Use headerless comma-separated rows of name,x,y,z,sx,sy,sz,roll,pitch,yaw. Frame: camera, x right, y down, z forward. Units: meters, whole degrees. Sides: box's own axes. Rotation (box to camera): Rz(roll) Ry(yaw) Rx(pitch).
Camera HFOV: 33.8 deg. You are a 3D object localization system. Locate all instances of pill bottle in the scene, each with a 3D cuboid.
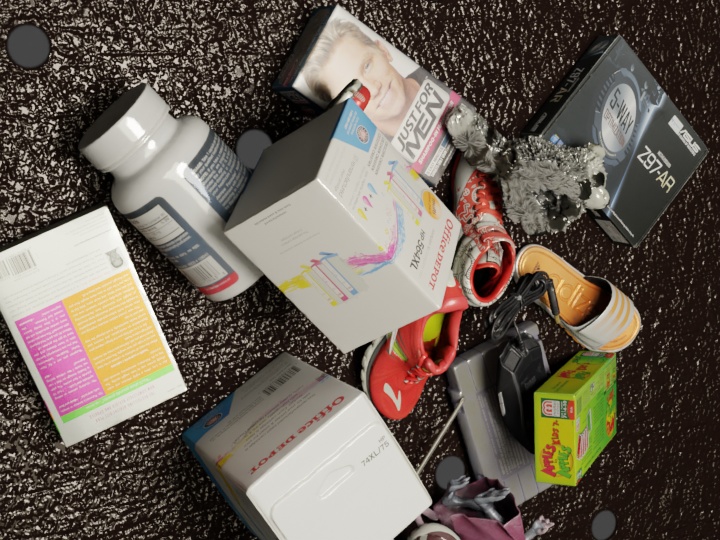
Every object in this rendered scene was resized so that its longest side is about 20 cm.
pill bottle,-0.169,-0.078,1.144,0.120,0.119,0.200,-48,114,-12

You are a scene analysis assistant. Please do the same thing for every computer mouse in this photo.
computer mouse,0.190,0.100,1.357,0.140,0.046,0.201,-44,125,-39

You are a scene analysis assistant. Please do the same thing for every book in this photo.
book,-0.270,0.054,1.156,0.133,0.048,0.201,-26,107,-18

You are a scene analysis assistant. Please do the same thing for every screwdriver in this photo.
screwdriver,0.064,0.228,1.349,0.028,0.029,0.201,32,85,-29

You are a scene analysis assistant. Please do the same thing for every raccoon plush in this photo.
raccoon plush,0.195,-0.133,1.289,0.200,0.096,0.134,51,35,-12

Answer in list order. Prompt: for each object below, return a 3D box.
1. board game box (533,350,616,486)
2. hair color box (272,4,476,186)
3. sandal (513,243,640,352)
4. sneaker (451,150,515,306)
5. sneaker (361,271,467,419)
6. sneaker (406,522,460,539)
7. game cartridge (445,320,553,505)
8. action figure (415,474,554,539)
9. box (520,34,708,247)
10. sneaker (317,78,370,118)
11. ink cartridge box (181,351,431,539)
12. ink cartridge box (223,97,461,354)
board game box,0.250,0.165,1.362,0.200,0.047,0.103,-21,112,-63
hair color box,0.017,-0.182,1.254,0.199,0.060,0.101,31,83,-26
sandal,0.266,0.040,1.409,0.206,0.059,0.080,31,84,-26
sneaker,0.140,-0.057,1.305,0.067,0.108,0.203,18,89,-27
sneaker,0.060,0.089,1.265,0.076,0.085,0.201,-3,128,-28
sneaker,0.118,0.366,1.254,0.200,0.116,0.076,40,109,1
game cartridge,0.176,0.175,1.400,0.129,0.038,0.201,-23,107,-18
action figure,0.160,0.336,1.339,0.148,0.134,0.201,-22,108,3
box,0.305,-0.152,1.409,0.200,0.043,0.160,45,78,-24
sneaker,-0.015,-0.106,1.188,0.085,0.201,0.077,29,47,6
ink cartridge box,-0.058,0.198,1.193,0.146,0.200,0.147,-38,112,-16
ink cartridge box,-0.004,-0.032,1.115,0.200,0.125,0.129,45,39,-24
